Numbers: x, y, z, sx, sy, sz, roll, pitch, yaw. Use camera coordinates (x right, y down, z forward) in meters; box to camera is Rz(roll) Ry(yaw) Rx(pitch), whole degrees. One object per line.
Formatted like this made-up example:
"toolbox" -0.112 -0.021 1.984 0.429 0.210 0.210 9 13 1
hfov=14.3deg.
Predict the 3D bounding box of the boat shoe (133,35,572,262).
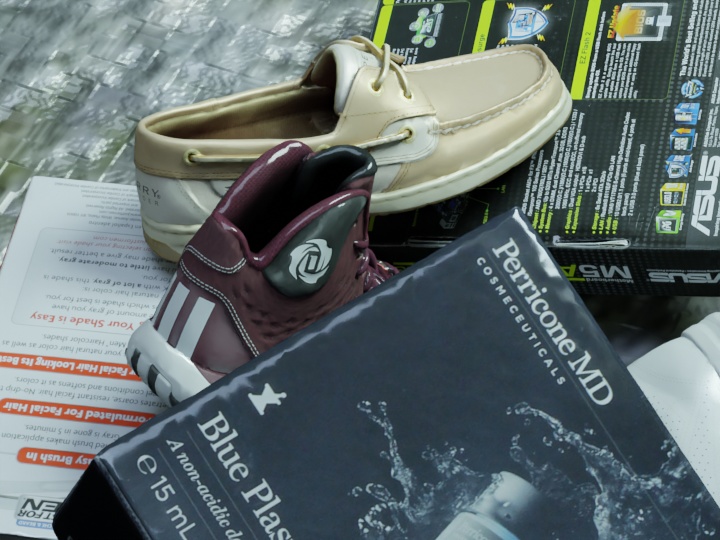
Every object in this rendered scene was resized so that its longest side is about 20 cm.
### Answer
"boat shoe" -0.004 -0.065 1.250 0.200 0.069 0.074 -20 31 -12

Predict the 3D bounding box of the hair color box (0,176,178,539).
"hair color box" -0.111 0.055 1.249 0.111 0.064 0.200 6 48 8

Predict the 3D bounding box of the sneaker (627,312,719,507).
"sneaker" 0.157 0.109 1.184 0.088 0.075 0.200 -26 44 -2

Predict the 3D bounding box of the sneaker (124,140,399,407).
"sneaker" 0.000 0.000 1.205 0.076 0.116 0.200 38 28 32

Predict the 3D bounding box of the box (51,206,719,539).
"box" 0.021 0.115 1.096 0.200 0.117 0.197 -30 82 -21

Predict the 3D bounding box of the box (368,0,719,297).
"box" 0.094 -0.083 1.322 0.193 0.048 0.200 -1 58 22
